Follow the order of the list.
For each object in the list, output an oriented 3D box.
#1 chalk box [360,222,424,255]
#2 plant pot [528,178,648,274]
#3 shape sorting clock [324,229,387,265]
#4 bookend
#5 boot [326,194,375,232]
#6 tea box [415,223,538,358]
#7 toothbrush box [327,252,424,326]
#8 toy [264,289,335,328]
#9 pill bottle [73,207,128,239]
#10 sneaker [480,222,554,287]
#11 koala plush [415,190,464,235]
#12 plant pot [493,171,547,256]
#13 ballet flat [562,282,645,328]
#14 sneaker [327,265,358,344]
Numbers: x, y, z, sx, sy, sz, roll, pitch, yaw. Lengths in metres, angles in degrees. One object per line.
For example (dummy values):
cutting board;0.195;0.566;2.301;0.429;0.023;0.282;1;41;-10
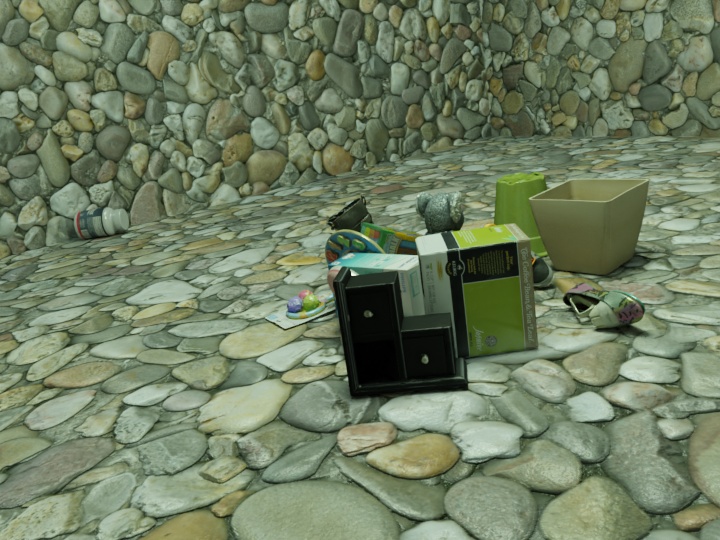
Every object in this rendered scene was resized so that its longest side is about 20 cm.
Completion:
chalk box;0.060;-0.037;1.618;0.197;0.126;0.125;10;8;-25
plant pot;0.526;-0.099;1.590;0.199;0.180;0.198;-23;21;-39
shape sorting clock;0.000;0.000;1.517;0.198;0.202;0.039;8;38;46
bookend;0.070;0.092;1.154;0.197;0.202;0.092;-5;14;9
boot;-0.025;-0.064;1.686;0.200;0.174;0.069;-44;27;-2
tea box;0.208;0.037;1.263;0.193;0.203;0.134;-7;15;3
toothbrush box;0.044;0.048;1.414;0.198;0.149;0.085;4;23;36
toy;-0.113;0.071;1.601;0.198;0.048;0.115;-17;16;-28
pill bottle;-1.091;-0.203;2.943;0.197;0.121;0.120;-7;16;4
sneaker;0.335;-0.033;1.524;0.199;0.079;0.077;36;-7;15
koala plush;0.210;-0.100;1.727;0.182;0.203;0.176;-20;19;-32
plant pot;0.419;-0.148;1.800;0.197;0.193;0.200;-9;16;3
ballet flat;0.442;0.069;1.291;0.071;0.070;0.200;-30;16;-8
sneaker;-0.017;0.080;1.339;0.104;0.076;0.200;-31;68;-34
